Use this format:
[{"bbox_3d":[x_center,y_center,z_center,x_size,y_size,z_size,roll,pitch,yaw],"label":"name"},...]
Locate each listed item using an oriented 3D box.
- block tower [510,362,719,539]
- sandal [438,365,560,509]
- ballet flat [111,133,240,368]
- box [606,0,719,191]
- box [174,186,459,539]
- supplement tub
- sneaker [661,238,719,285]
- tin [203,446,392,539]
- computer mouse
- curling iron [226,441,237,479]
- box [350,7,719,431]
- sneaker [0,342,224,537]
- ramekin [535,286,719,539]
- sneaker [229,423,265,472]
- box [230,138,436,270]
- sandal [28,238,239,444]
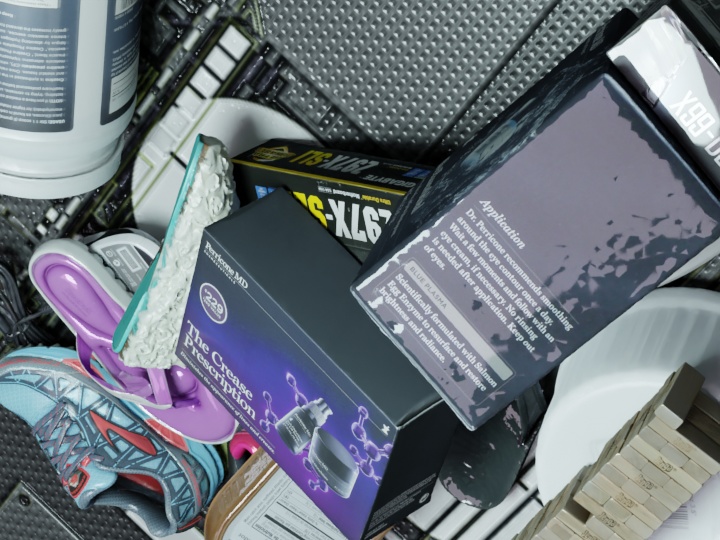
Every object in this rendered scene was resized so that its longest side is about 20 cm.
[{"bbox_3d":[0.163,0.147,1.562,0.058,0.054,0.200,37,127,-1],"label":"block tower"},{"bbox_3d":[0.101,0.092,1.711,0.075,0.048,0.201,24,124,14],"label":"sandal"},{"bbox_3d":[-0.117,-0.010,1.728,0.072,0.072,0.200,33,124,11],"label":"ballet flat"},{"bbox_3d":[0.233,-0.106,1.422,0.050,0.200,0.158,-39,92,29],"label":"box"},{"bbox_3d":[-0.028,0.065,1.657,0.200,0.079,0.141,45,141,23],"label":"box"},{"bbox_3d":[-0.221,-0.166,1.699,0.140,0.140,0.201,21,125,19],"label":"supplement tub"},{"bbox_3d":[0.151,-0.042,1.593,0.200,0.074,0.119,-17,97,30],"label":"sneaker"},{"bbox_3d":[-0.030,0.163,1.776,0.112,0.042,0.200,37,104,-18],"label":"tin"},{"bbox_3d":[-0.205,0.012,1.853,0.200,0.044,0.110,-19,114,37],"label":"computer mouse"},{"bbox_3d":[-0.096,0.091,1.846,0.050,0.026,0.201,31,138,44],"label":"curling iron"},{"bbox_3d":[0.115,-0.035,1.456,0.200,0.197,0.117,-40,97,18],"label":"box"},{"bbox_3d":[-0.201,0.131,1.860,0.200,0.096,0.079,29,136,-3],"label":"sneaker"},{"bbox_3d":[0.212,0.121,1.618,0.200,0.098,0.201,11,122,19],"label":"ramekin"},{"bbox_3d":[-0.056,0.189,1.844,0.080,0.075,0.201,-3,115,32],"label":"sneaker"},{"bbox_3d":[0.000,0.000,1.681,0.200,0.049,0.160,14,123,48],"label":"box"},{"bbox_3d":[-0.175,0.064,1.812,0.203,0.050,0.082,45,133,-8],"label":"sandal"}]
